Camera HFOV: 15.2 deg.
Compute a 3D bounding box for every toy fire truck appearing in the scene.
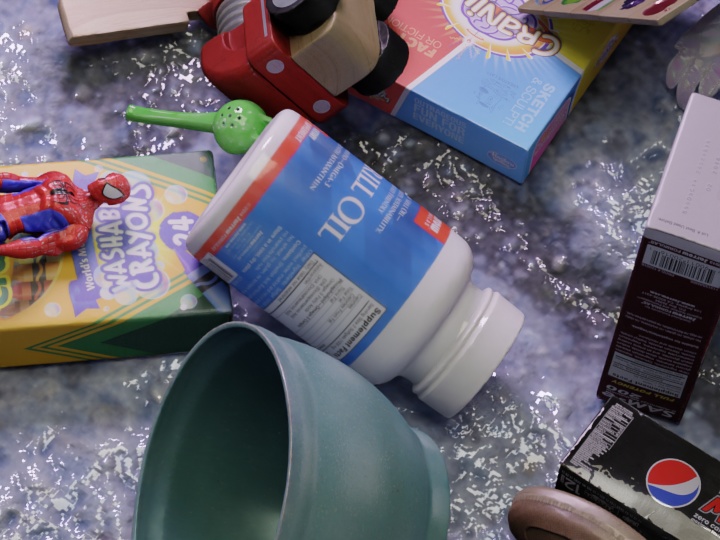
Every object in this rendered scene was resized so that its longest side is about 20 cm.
[{"bbox_3d":[-0.088,-0.167,1.805,0.200,0.129,0.176,-33,40,24],"label":"toy fire truck"}]

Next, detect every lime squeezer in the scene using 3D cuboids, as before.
[{"bbox_3d":[-0.058,-0.076,1.757,0.199,0.071,0.038,19,58,-2],"label":"lime squeezer"}]

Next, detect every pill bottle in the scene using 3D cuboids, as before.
[{"bbox_3d":[0.000,0.000,1.685,0.200,0.112,0.112,36,60,-6],"label":"pill bottle"}]

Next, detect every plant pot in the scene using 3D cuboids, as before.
[{"bbox_3d":[-0.031,0.140,1.584,0.134,0.200,0.201,12,54,-27],"label":"plant pot"}]

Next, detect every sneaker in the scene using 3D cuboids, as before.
[{"bbox_3d":[0.157,0.208,1.608,0.200,0.071,0.076,36,63,18],"label":"sneaker"}]

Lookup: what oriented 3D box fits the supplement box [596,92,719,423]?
[{"bbox_3d":[0.201,-0.004,1.667,0.061,0.200,0.109,19,59,6],"label":"supplement box"}]

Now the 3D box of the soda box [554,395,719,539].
[{"bbox_3d":[0.215,0.163,1.639,0.200,0.071,0.063,33,62,16],"label":"soda box"}]

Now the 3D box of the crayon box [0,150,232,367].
[{"bbox_3d":[-0.187,-0.006,1.731,0.199,0.052,0.126,-5,58,-7],"label":"crayon box"}]

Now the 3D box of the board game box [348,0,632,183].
[{"bbox_3d":[0.097,-0.172,1.861,0.153,0.040,0.200,28,60,13],"label":"board game box"}]

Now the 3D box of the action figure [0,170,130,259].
[{"bbox_3d":[-0.239,-0.028,1.685,0.199,0.052,0.066,-14,56,-16],"label":"action figure"}]

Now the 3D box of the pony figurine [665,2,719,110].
[{"bbox_3d":[0.320,-0.162,1.804,0.166,0.200,0.193,42,80,13],"label":"pony figurine"}]

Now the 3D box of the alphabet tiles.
[{"bbox_3d":[0.224,-0.216,1.802,0.200,0.008,0.167,-32,21,-21],"label":"alphabet tiles"}]
